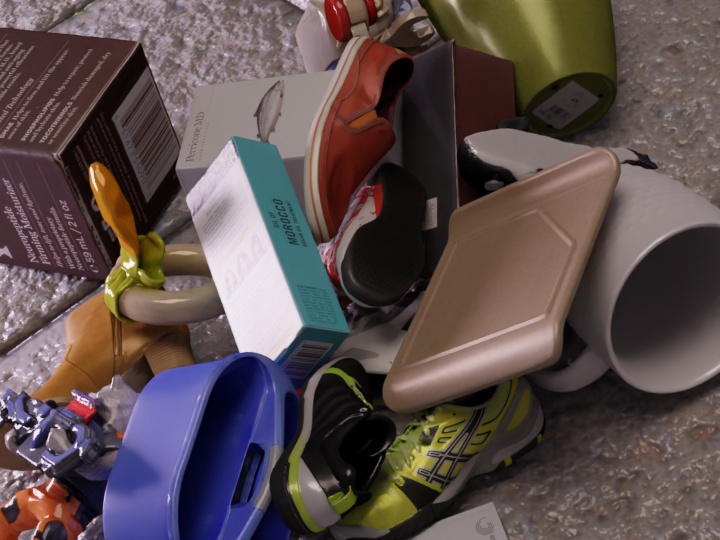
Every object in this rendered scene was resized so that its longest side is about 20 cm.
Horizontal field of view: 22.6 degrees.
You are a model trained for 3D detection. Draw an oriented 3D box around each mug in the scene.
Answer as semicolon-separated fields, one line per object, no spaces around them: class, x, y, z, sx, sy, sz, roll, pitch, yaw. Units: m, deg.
mug;0.201;0.011;1.442;0.200;0.147;0.175;-49;35;5

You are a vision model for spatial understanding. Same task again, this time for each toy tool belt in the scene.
toy tool belt;0.013;-0.240;1.735;0.122;0.200;0.126;-19;86;-14

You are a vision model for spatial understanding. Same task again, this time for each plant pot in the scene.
plant pot;0.162;-0.227;1.681;0.186;0.188;0.201;-19;58;-1

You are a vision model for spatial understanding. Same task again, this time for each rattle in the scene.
rattle;-0.123;-0.029;1.551;0.198;0.144;0.130;-2;8;7

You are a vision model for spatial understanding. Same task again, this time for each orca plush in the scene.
orca plush;0.159;-0.079;1.566;0.199;0.071;0.105;-13;47;-44

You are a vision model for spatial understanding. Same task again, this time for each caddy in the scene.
caddy;-0.105;0.158;1.350;0.104;0.142;0.201;-7;52;32

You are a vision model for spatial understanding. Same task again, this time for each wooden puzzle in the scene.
wooden puzzle;0.112;0.012;1.377;0.184;0.037;0.201;-24;35;44

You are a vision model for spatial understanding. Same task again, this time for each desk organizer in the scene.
desk organizer;0.089;-0.091;1.581;0.071;0.077;0.202;-17;69;49

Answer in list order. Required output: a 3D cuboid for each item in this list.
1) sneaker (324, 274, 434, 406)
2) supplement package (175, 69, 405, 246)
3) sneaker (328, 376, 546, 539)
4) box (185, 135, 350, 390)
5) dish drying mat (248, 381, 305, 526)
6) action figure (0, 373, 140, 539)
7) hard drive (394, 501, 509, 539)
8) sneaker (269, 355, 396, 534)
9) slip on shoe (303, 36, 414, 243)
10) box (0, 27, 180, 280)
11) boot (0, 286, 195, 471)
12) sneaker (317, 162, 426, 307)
sneaker;0.050;0.067;1.479;0.199;0.074;0.089;-28;44;6
supplement package;-0.052;-0.100;1.646;0.198;0.118;0.118;-5;46;14
sneaker;0.050;0.138;1.388;0.199;0.077;0.075;-35;27;-23
box;-0.078;-0.007;1.467;0.082;0.049;0.201;-48;49;34
dish drying mat;-0.075;0.117;1.465;0.076;0.018;0.202;-5;62;28
action figure;-0.236;0.166;1.412;0.194;0.104;0.200;-55;28;-2
hard drive;0.026;0.257;1.324;0.198;0.027;0.132;-19;43;-1
sneaker;-0.004;0.128;1.354;0.082;0.072;0.201;-21;25;23
slip on shoe;-0.003;-0.112;1.517;0.061;0.074;0.201;9;60;18
box;-0.300;-0.113;1.708;0.198;0.167;0.165;8;49;26
boot;-0.243;0.088;1.565;0.200;0.071;0.144;-22;38;-12
sneaker;0.001;0.000;1.503;0.067;0.108;0.202;31;31;-10
